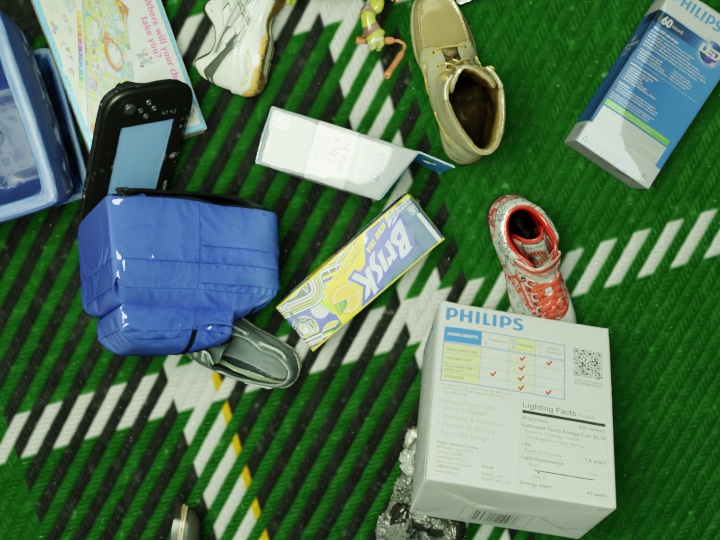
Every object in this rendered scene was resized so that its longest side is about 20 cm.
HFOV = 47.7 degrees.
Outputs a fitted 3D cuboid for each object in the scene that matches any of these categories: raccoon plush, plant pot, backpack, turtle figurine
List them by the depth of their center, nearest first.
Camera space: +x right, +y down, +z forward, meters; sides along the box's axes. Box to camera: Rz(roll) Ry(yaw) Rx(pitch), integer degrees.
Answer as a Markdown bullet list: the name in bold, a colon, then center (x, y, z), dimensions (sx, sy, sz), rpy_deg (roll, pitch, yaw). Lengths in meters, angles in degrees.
- **plant pot**: center (-0.412, -0.144, 0.873), dimensions (0.197, 0.180, 0.203), rpy_deg (-15, 96, 2)
- **backpack**: center (-0.188, 0.005, 0.881), dimensions (0.198, 0.162, 0.170), rpy_deg (-2, 86, -33)
- **turtle figurine**: center (-0.001, -0.312, 0.885), dimensions (0.159, 0.064, 0.203), rpy_deg (12, 79, 16)
- **raccoon plush**: center (0.053, 0.280, 0.983), dimensions (0.096, 0.135, 0.200), rpy_deg (30, 128, -18)

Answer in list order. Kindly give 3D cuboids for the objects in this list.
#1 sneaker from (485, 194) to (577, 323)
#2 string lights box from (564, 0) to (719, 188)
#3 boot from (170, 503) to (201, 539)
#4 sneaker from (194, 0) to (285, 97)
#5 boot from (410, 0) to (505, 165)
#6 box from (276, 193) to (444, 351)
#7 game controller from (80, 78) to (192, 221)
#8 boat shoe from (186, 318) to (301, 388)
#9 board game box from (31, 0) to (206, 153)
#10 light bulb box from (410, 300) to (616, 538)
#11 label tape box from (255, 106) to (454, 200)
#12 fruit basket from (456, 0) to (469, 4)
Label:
- **sneaker**: center (0.201, 0.011, 0.924), dimensions (0.067, 0.108, 0.203), rpy_deg (-22, 96, 2)
- **string lights box**: center (0.333, -0.205, 0.927), dimensions (0.102, 0.059, 0.201), rpy_deg (32, 95, -4)
- **boot**: center (-0.160, 0.374, 0.985), dimensions (0.136, 0.078, 0.203), rpy_deg (-1, 109, -4)
- **sneaker**: center (-0.131, -0.302, 0.911), dimensions (0.087, 0.076, 0.203), rpy_deg (16, 93, 3)
- **boot**: center (0.104, -0.217, 0.878), dimensions (0.072, 0.155, 0.203), rpy_deg (-12, 95, 2)
- **box**: center (0.000, 0.000, 0.946), dimensions (0.200, 0.064, 0.070), rpy_deg (-41, 95, 3)
- **game controller**: center (-0.243, -0.122, 0.880), dimensions (0.103, 0.201, 0.042), rpy_deg (-12, 57, -35)
- **boat shoe**: center (-0.162, 0.084, 0.954), dimensions (0.198, 0.062, 0.074), rpy_deg (25, 95, -2)
- **board game box**: center (-0.271, -0.233, 0.916), dimensions (0.133, 0.034, 0.202), rpy_deg (-21, 95, -18)
- **light bulb box**: center (0.162, 0.163, 0.888), dimensions (0.195, 0.125, 0.202), rpy_deg (9, 58, -1)
- **label tape box**: center (-0.006, -0.115, 0.894), dimensions (0.198, 0.143, 0.067), rpy_deg (19, 95, -2)
- **fruit basket**: center (0.174, -0.420, 0.905), dimensions (0.198, 0.094, 0.187), rpy_deg (-19, 95, 17)
